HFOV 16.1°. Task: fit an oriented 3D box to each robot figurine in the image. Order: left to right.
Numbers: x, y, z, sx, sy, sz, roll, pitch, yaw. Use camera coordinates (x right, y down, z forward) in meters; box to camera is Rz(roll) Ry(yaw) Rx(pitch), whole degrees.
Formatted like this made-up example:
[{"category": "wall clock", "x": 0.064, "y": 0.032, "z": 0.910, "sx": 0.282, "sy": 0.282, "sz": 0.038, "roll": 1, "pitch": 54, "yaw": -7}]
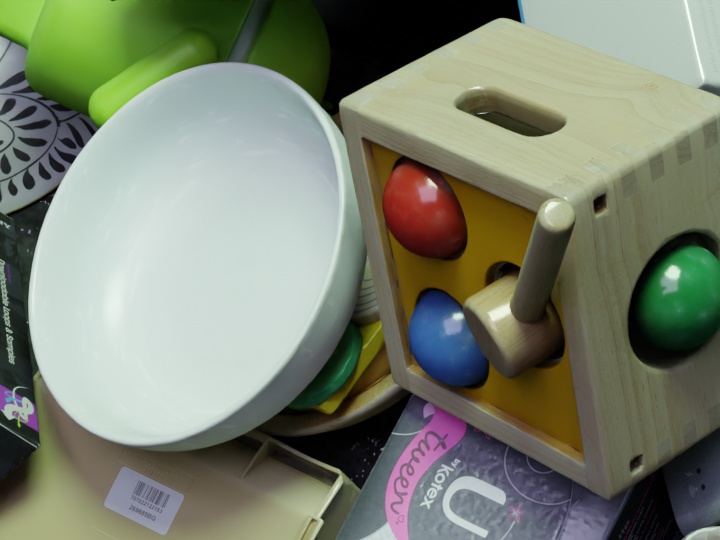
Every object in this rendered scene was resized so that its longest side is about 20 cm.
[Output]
[{"category": "robot figurine", "x": -0.105, "y": -0.128, "z": 1.398, "sx": 0.199, "sy": 0.176, "sz": 0.116, "roll": 24, "pitch": 100, "yaw": -3}]

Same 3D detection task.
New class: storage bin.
[{"category": "storage bin", "x": -0.117, "y": 0.168, "z": 1.323, "sx": 0.199, "sy": 0.094, "sz": 0.199, "roll": 23, "pitch": 78, "yaw": 27}]

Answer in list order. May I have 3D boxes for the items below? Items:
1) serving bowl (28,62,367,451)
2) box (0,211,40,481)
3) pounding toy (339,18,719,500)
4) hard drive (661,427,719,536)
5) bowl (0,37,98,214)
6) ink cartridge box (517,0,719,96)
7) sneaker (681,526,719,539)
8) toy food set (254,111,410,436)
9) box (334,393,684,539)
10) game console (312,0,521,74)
[{"category": "serving bowl", "x": -0.072, "y": 0.000, "z": 1.281, "sx": 0.199, "sy": 0.066, "sz": 0.201, "roll": -15, "pitch": 62, "yaw": 31}, {"category": "box", "x": -0.237, "y": 0.067, "z": 1.374, "sx": 0.143, "sy": 0.036, "sz": 0.200, "roll": -43, "pitch": 32, "yaw": 19}, {"category": "pounding toy", "x": 0.082, "y": -0.005, "z": 1.125, "sx": 0.142, "sy": 0.185, "sz": 0.200, "roll": -30, "pitch": 35, "yaw": -28}, {"category": "hard drive", "x": 0.208, "y": 0.024, "z": 1.165, "sx": 0.200, "sy": 0.033, "sz": 0.140, "roll": -31, "pitch": 65, "yaw": 43}, {"category": "bowl", "x": -0.240, "y": -0.137, "z": 1.490, "sx": 0.199, "sy": 0.094, "sz": 0.202, "roll": -7, "pitch": 67, "yaw": 17}, {"category": "ink cartridge box", "x": 0.198, "y": -0.106, "z": 1.261, "sx": 0.125, "sy": 0.199, "sz": 0.129, "roll": -40, "pitch": 52, "yaw": 50}, {"category": "sneaker", "x": 0.236, "y": 0.173, "z": 1.209, "sx": 0.199, "sy": 0.080, "sz": 0.072, "roll": 20, "pitch": 78, "yaw": 4}, {"category": "toy food set", "x": 0.000, "y": 0.000, "z": 1.329, "sx": 0.200, "sy": 0.049, "sz": 0.198, "roll": -52, "pitch": 33, "yaw": -12}, {"category": "box", "x": 0.055, "y": 0.166, "z": 1.248, "sx": 0.132, "sy": 0.115, "sz": 0.201, "roll": 24, "pitch": 79, "yaw": 26}, {"category": "game console", "x": 0.080, "y": -0.193, "z": 1.438, "sx": 0.199, "sy": 0.117, "sz": 0.176, "roll": 29, "pitch": 51, "yaw": 26}]
